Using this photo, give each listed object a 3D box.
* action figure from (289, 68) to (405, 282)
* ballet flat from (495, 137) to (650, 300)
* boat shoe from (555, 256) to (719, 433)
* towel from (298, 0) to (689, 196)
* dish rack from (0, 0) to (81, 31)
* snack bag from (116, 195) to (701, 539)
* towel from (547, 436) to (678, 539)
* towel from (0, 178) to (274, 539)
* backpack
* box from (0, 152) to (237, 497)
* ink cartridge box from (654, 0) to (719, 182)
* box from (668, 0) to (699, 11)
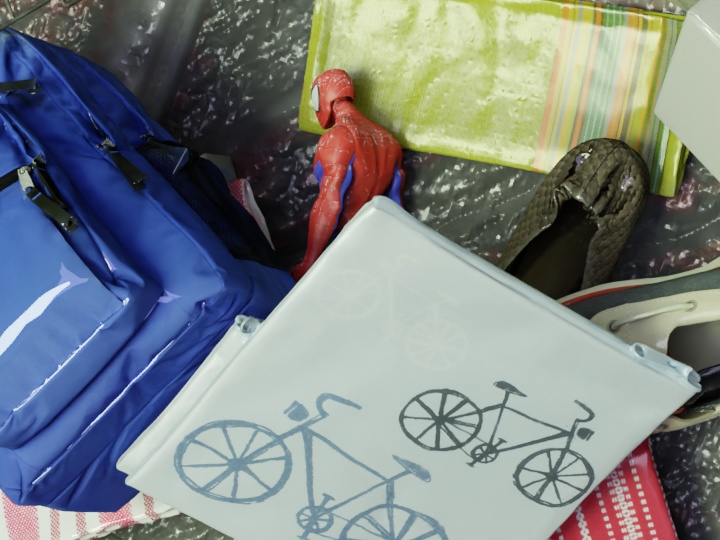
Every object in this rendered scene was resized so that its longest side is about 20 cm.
[{"bbox_3d":[0.000,0.000,1.048,0.051,0.065,0.201,-13,80,37],"label":"action figure"},{"bbox_3d":[0.079,0.028,1.035,0.067,0.046,0.201,31,106,12],"label":"ballet flat"},{"bbox_3d":[0.142,0.042,0.989,0.199,0.063,0.071,-20,120,7],"label":"boat shoe"},{"bbox_3d":[0.067,-0.094,1.057,0.199,0.018,0.087,11,94,19],"label":"towel"},{"bbox_3d":[-0.207,-0.142,0.982,0.153,0.200,0.055,27,143,40],"label":"dish rack"},{"bbox_3d":[0.020,0.067,0.960,0.188,0.021,0.200,29,121,-21],"label":"snack bag"},{"bbox_3d":[0.065,0.168,1.047,0.199,0.022,0.145,-16,97,18],"label":"towel"},{"bbox_3d":[-0.121,0.054,1.075,0.199,0.030,0.147,-20,83,18],"label":"towel"},{"bbox_3d":[-0.148,-0.016,0.990,0.162,0.168,0.200,-42,66,7],"label":"backpack"},{"bbox_3d":[-0.139,0.045,1.117,0.199,0.041,0.157,-19,84,17],"label":"box"},{"bbox_3d":[0.223,-0.090,0.910,0.200,0.129,0.125,-40,77,-10],"label":"ink cartridge box"},{"bbox_3d":[0.158,-0.228,0.970,0.128,0.109,0.201,33,98,17],"label":"box"}]
